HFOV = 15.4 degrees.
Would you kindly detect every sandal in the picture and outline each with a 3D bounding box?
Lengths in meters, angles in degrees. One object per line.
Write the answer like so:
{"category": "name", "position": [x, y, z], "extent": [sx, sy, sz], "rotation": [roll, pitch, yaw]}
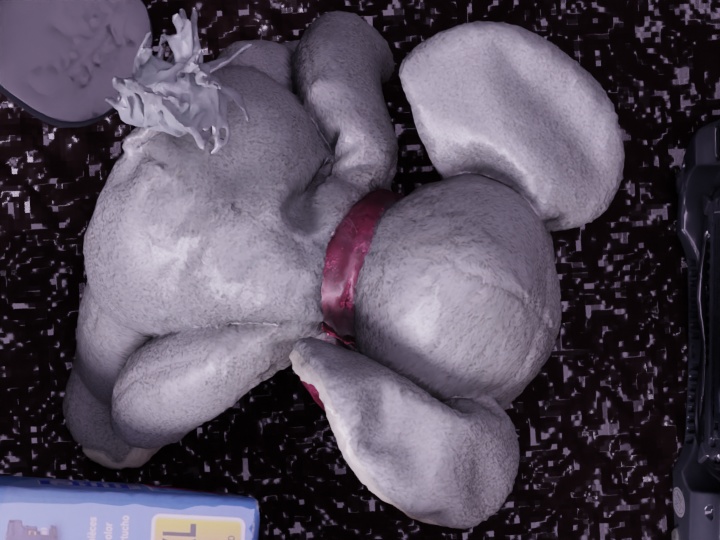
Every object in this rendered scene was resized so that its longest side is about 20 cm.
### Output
{"category": "sandal", "position": [-0.159, -0.122, 0.910], "extent": [0.199, 0.043, 0.077], "rotation": [27, 83, -6]}

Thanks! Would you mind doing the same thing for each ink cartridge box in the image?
{"category": "ink cartridge box", "position": [-0.138, 0.103, 0.852], "extent": [0.198, 0.136, 0.077], "rotation": [2, 85, -9]}

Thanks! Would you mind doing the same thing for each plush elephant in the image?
{"category": "plush elephant", "position": [0.000, 0.000, 0.844], "extent": [0.154, 0.200, 0.165], "rotation": [29, 75, 8]}

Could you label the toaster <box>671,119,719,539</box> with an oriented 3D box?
{"category": "toaster", "position": [0.182, 0.020, 0.922], "extent": [0.128, 0.114, 0.202], "rotation": [1, 88, -13]}
